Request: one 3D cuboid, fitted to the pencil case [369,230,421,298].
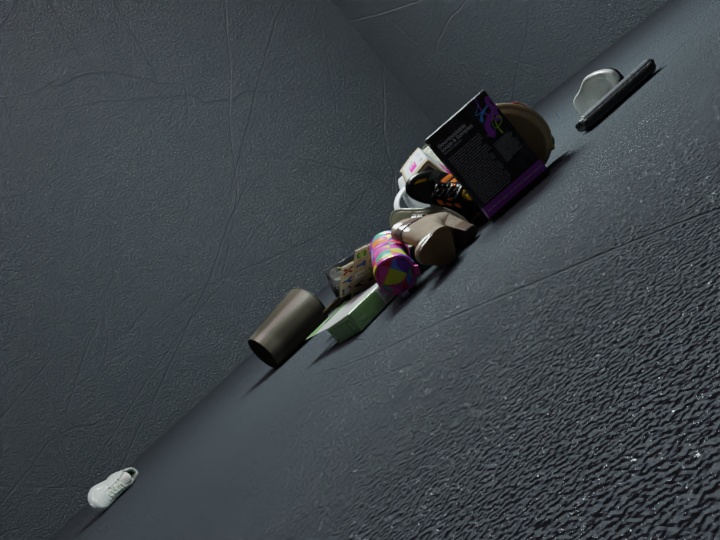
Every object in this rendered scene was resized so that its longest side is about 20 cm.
[{"bbox_3d":[0.064,-0.017,1.346,0.088,0.088,0.200,-40,17,9],"label":"pencil case"}]

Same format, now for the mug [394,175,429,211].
[{"bbox_3d":[0.176,-0.197,1.887,0.200,0.176,0.148,-42,4,-26],"label":"mug"}]

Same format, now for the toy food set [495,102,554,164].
[{"bbox_3d":[0.282,-0.246,1.374,0.199,0.198,0.049,-29,32,30],"label":"toy food set"}]

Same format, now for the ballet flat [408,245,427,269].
[{"bbox_3d":[0.103,-0.028,1.496,0.068,0.068,0.200,-43,4,-25],"label":"ballet flat"}]

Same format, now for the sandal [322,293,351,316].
[{"bbox_3d":[0.002,0.062,1.638,0.199,0.055,0.082,-26,-11,-27],"label":"sandal"}]

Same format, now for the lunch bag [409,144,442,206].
[{"bbox_3d":[0.229,-0.244,1.732,0.164,0.200,0.118,-42,3,-28],"label":"lunch bag"}]

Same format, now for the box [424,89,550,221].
[{"bbox_3d":[0.236,-0.214,1.289,0.143,0.200,0.036,-40,5,0],"label":"box"}]

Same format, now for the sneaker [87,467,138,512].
[{"bbox_3d":[-0.748,0.654,2.094,0.099,0.078,0.200,-36,6,16],"label":"sneaker"}]

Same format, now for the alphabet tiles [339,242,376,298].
[{"bbox_3d":[0.039,-0.011,1.534,0.199,0.006,0.167,-26,-35,-25],"label":"alphabet tiles"}]

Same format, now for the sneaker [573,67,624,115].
[{"bbox_3d":[0.538,-0.415,1.507,0.099,0.071,0.200,-44,-5,-4],"label":"sneaker"}]

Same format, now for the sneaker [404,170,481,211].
[{"bbox_3d":[0.191,-0.159,1.366,0.090,0.199,0.070,-144,64,-83],"label":"sneaker"}]

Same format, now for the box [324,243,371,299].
[{"bbox_3d":[0.000,0.000,1.633,0.161,0.049,0.200,-28,-12,-5],"label":"box"}]

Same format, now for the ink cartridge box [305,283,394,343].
[{"bbox_3d":[-0.016,0.093,1.442,0.145,0.048,0.200,-43,4,-36],"label":"ink cartridge box"}]

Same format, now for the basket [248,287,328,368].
[{"bbox_3d":[-0.211,0.167,1.952,0.200,0.136,0.180,-46,12,-27],"label":"basket"}]

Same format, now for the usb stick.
[{"bbox_3d":[0.517,-0.354,1.395,0.200,0.033,0.055,-42,2,-5],"label":"usb stick"}]

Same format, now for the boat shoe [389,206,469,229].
[{"bbox_3d":[0.155,-0.096,1.423,0.199,0.075,0.066,4,7,43],"label":"boat shoe"}]

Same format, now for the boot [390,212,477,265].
[{"bbox_3d":[0.116,-0.061,1.285,0.146,0.071,0.200,11,22,40],"label":"boot"}]

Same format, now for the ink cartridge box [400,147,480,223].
[{"bbox_3d":[0.178,-0.184,1.514,0.075,0.164,0.200,-52,12,14],"label":"ink cartridge box"}]
